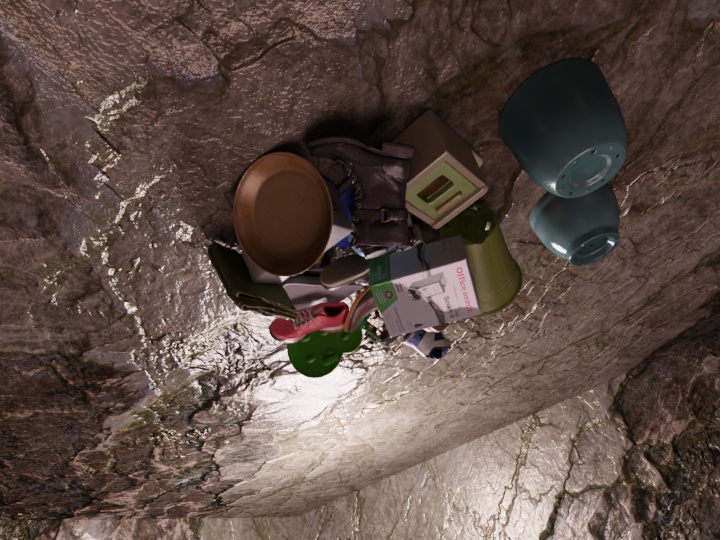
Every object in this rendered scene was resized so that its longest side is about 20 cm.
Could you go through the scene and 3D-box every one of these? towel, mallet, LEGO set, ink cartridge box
[{"bbox_3d":[-0.208,0.023,1.007,0.147,0.200,0.037,23,108,-44],"label":"towel"},{"bbox_3d":[-0.069,-0.041,1.081,0.064,0.042,0.200,-2,157,-22],"label":"mallet"},{"bbox_3d":[0.080,0.088,1.347,0.152,0.117,0.201,30,127,-12],"label":"LEGO set"},{"bbox_3d":[0.130,0.033,1.065,0.195,0.085,0.148,-16,124,13],"label":"ink cartridge box"}]

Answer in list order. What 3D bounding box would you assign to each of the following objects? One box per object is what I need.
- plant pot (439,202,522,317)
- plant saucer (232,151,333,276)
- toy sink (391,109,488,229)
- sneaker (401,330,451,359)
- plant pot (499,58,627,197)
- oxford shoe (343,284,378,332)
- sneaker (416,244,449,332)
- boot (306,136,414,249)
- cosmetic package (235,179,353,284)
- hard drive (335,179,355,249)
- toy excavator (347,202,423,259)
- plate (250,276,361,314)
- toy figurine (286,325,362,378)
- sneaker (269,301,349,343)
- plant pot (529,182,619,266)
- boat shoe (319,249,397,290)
[{"bbox_3d":[0.246,-0.038,1.159,0.195,0.203,0.192,-19,135,5],"label":"plant pot"},{"bbox_3d":[-0.126,-0.094,0.896,0.198,0.203,0.035,-33,173,25],"label":"plant saucer"},{"bbox_3d":[0.144,-0.166,0.961,0.129,0.114,0.198,-34,144,27],"label":"toy sink"},{"bbox_3d":[0.187,0.168,1.396,0.080,0.115,0.200,-41,-176,38],"label":"sneaker"},{"bbox_3d":[0.364,-0.229,0.924,0.195,0.164,0.203,-12,147,-8],"label":"plant pot"},{"bbox_3d":[0.031,0.070,1.224,0.202,0.072,0.071,-56,172,14],"label":"oxford shoe"},{"bbox_3d":[0.144,0.047,1.228,0.069,0.205,0.113,-14,170,-9],"label":"sneaker"},{"bbox_3d":[-0.001,-0.123,0.869,0.194,0.179,0.069,8,-167,10],"label":"boot"},{"bbox_3d":[-0.124,-0.070,0.972,0.198,0.110,0.084,-32,160,26],"label":"cosmetic package"},{"bbox_3d":[-0.004,-0.123,1.036,0.198,0.026,0.131,-36,143,26],"label":"hard drive"},{"bbox_3d":[0.055,-0.074,1.044,0.190,0.102,0.200,-17,170,-18],"label":"toy excavator"},{"bbox_3d":[-0.125,0.055,1.203,0.196,0.033,0.199,3,156,-35],"label":"plate"},{"bbox_3d":[-0.070,0.191,1.375,0.195,0.154,0.184,-20,167,8],"label":"toy figurine"},{"bbox_3d":[-0.115,0.106,1.222,0.195,0.075,0.087,-11,153,-23],"label":"sneaker"},{"bbox_3d":[0.505,-0.098,1.211,0.195,0.137,0.202,-13,148,-8],"label":"plant pot"},{"bbox_3d":[0.000,0.000,1.125,0.198,0.071,0.066,-30,136,-32],"label":"boat shoe"}]
